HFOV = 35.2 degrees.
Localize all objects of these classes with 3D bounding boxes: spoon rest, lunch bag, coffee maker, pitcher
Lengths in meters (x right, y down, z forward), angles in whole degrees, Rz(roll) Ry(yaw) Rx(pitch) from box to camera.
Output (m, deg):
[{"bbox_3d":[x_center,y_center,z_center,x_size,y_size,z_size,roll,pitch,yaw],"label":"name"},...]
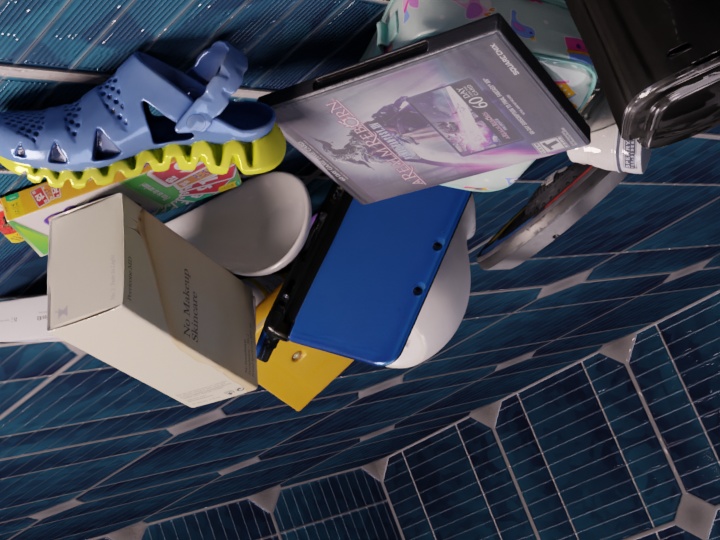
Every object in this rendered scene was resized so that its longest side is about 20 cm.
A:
[{"bbox_3d":[-0.126,-0.030,1.035,0.200,0.100,0.061,-17,151,34],"label":"spoon rest"},{"bbox_3d":[0.075,-0.142,0.855,0.160,0.077,0.200,13,152,-13],"label":"lunch bag"},{"bbox_3d":[0.160,-0.185,0.650,0.135,0.200,0.192,-31,163,29],"label":"coffee maker"},{"bbox_3d":[0.056,-0.021,1.106,0.121,0.200,0.172,15,138,12],"label":"pitcher"}]

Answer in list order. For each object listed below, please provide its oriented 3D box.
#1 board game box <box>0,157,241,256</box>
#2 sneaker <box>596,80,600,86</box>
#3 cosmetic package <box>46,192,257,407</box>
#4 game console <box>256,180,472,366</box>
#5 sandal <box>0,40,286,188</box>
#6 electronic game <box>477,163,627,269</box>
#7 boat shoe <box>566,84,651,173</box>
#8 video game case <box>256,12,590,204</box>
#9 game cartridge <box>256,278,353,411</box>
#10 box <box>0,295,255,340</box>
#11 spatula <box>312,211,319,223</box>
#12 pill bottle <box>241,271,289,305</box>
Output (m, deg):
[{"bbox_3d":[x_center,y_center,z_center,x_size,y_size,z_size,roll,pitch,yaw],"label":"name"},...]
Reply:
[{"bbox_3d":[-0.199,-0.062,0.925,0.200,0.030,0.096,-18,164,-5],"label":"board game box"},{"bbox_3d":[0.185,-0.164,1.014,0.115,0.075,0.200,-25,169,7],"label":"sneaker"},{"bbox_3d":[-0.165,0.031,0.933,0.073,0.104,0.200,-17,151,19],"label":"cosmetic package"},{"bbox_3d":[0.000,0.000,1.041,0.200,0.118,0.171,-64,-179,-21],"label":"game console"},{"bbox_3d":[-0.150,-0.109,0.767,0.200,0.080,0.087,-9,125,-17],"label":"sandal"},{"bbox_3d":[0.189,-0.070,1.073,0.200,0.042,0.200,-41,-179,1],"label":"electronic game"},{"bbox_3d":[0.200,-0.132,0.929,0.086,0.075,0.202,5,-149,20],"label":"boat shoe"},{"bbox_3d":[0.045,-0.108,0.821,0.200,0.019,0.143,-14,146,32],"label":"video game case"},{"bbox_3d":[-0.042,0.052,1.245,0.200,0.032,0.176,-44,145,-1],"label":"game cartridge"},{"bbox_3d":[-0.225,0.046,1.098,0.156,0.041,0.200,-7,172,39],"label":"box"},{"bbox_3d":[0.016,-0.071,1.196,0.200,0.021,0.057,-20,163,-9],"label":"spatula"},{"bbox_3d":[-0.103,0.060,1.315,0.200,0.112,0.111,-9,161,-37],"label":"pill bottle"}]
